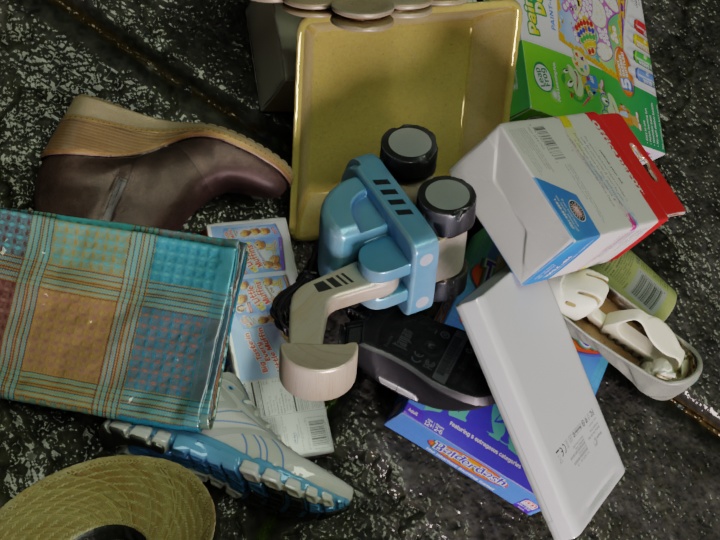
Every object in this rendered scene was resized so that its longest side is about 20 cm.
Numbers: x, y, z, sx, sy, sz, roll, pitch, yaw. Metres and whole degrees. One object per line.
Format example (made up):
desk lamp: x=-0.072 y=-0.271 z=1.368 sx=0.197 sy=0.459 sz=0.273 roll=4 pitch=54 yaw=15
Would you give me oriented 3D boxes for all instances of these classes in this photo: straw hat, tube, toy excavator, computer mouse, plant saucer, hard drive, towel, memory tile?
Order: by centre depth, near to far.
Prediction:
straw hat: x=-0.187 y=0.231 z=1.071 sx=0.201 sy=0.200 sz=0.086 roll=-35 pitch=128 yaw=-29
towel: x=-0.193 y=0.035 z=1.120 sx=0.198 sy=0.022 sz=0.148 roll=9 pitch=79 yaw=7
toy excavator: x=0.000 y=0.000 z=1.171 sx=0.199 sy=0.100 sz=0.195 roll=-19 pitch=51 yaw=-19
hard drive: x=0.147 y=0.097 z=1.201 sx=0.132 sy=0.026 sz=0.201 roll=-33 pitch=101 yaw=-58
memory tile: x=-0.023 y=-0.236 z=1.222 sx=0.199 sy=0.017 sz=0.153 roll=24 pitch=34 yaw=35
computer mouse: x=0.031 y=0.045 z=1.226 sx=0.198 sy=0.046 sz=0.141 roll=22 pitch=41 yaw=3
plant saucer: x=0.029 y=-0.134 z=1.263 sx=0.198 sy=0.202 sz=0.049 roll=-8 pitch=32 yaw=-20
tube: x=0.196 y=-0.024 z=1.329 sx=0.200 sy=0.058 sz=0.052 roll=40 pitch=97 yaw=-17

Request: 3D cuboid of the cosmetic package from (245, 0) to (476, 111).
cosmetic package: x=0.007 y=-0.198 z=1.319 sx=0.198 sy=0.071 sz=0.106 roll=-1 pitch=72 yaw=-23

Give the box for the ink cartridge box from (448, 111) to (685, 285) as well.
ink cartridge box: x=0.177 y=-0.065 z=1.252 sx=0.199 sy=0.067 sz=0.117 roll=-12 pitch=66 yaw=-51

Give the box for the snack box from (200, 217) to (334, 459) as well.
snack box: x=-0.077 y=0.056 z=1.218 sx=0.071 sy=0.024 sz=0.202 roll=-6 pitch=74 yaw=-22

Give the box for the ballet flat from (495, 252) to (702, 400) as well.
ballet flat: x=0.207 y=0.034 z=1.272 sx=0.199 sy=0.064 sz=0.068 roll=36 pitch=61 yaw=-7

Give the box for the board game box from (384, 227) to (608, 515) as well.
board game box: x=0.128 y=0.082 z=1.283 sx=0.151 sy=0.045 sz=0.201 roll=31 pitch=62 yaw=-9

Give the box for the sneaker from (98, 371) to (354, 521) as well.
sneaker: x=-0.092 y=0.124 z=1.143 sx=0.198 sy=0.075 sz=0.087 roll=22 pitch=61 yaw=0

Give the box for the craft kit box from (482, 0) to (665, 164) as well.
craft kit box: x=0.194 y=-0.211 z=1.382 sx=0.196 sy=0.048 sz=0.202 roll=10 pitch=67 yaw=-39

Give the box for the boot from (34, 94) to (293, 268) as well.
boot: x=-0.164 y=-0.038 z=1.194 sx=0.198 sy=0.072 sz=0.168 roll=15 pitch=75 yaw=-7
